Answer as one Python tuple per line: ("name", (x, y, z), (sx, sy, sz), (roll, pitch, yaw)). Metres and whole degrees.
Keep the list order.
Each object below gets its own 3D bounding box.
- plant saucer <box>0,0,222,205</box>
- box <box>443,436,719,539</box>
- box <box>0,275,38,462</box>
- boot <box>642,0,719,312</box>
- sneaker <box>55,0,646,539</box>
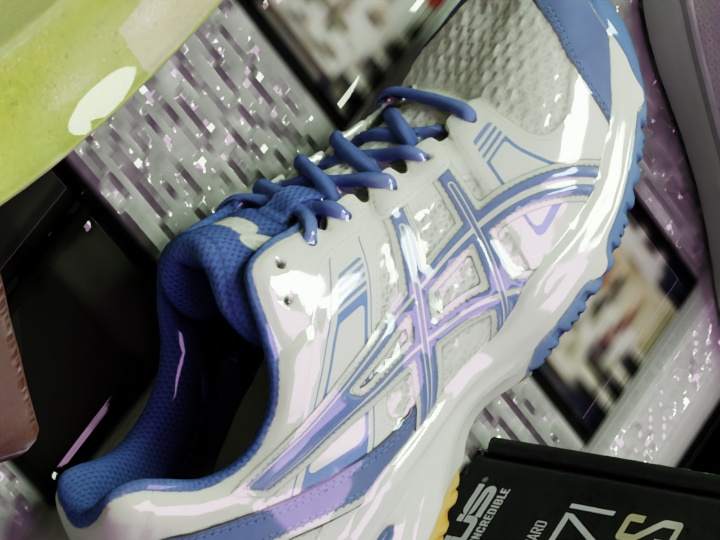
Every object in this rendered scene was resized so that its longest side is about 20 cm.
("plant saucer", (-0.046, -0.091, 0.582), (0.031, 0.200, 0.200), (40, 63, 8))
("box", (0.059, 0.152, 0.701), (0.086, 0.164, 0.200), (46, 67, -32))
("box", (-0.193, -0.021, 0.479), (0.200, 0.164, 0.166), (-22, 107, -36))
("boot", (0.150, -0.014, 0.804), (0.074, 0.095, 0.200), (-38, 116, -30))
("sneaker", (0.000, 0.000, 0.697), (0.088, 0.075, 0.200), (37, 70, -34))
